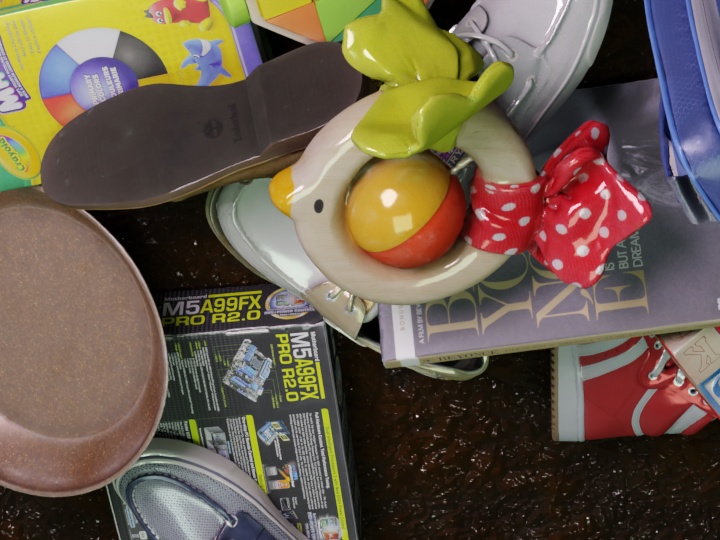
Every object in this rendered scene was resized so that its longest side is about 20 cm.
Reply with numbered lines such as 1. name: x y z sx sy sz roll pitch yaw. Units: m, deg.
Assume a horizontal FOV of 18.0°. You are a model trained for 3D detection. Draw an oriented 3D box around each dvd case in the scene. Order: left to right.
1. dvd case: 0.104 -0.029 1.285 0.198 0.150 0.016 -8 160 8

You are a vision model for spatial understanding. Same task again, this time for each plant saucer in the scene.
1. plant saucer: -0.195 0.036 1.364 0.199 0.037 0.202 9 113 23

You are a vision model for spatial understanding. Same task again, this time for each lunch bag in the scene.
1. lunch bag: 0.222 -0.088 1.194 0.132 0.201 0.136 -24 129 21

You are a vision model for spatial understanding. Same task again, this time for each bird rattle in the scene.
1. bird rattle: 0.045 -0.048 1.189 0.163 0.113 0.200 -34 134 17

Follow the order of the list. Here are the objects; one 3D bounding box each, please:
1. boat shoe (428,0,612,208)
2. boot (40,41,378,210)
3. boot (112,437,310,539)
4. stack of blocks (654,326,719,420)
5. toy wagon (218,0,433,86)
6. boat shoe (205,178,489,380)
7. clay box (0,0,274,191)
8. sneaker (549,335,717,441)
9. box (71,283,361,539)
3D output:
1. boat shoe: 0.066 -0.104 1.235 0.072 0.068 0.201 43 109 22
2. boot: -0.079 -0.064 1.248 0.198 0.074 0.075 -13 154 17
3. boot: -0.078 0.190 1.431 0.073 0.091 0.200 -37 119 27
4. stack of blocks: 0.274 0.009 1.316 0.200 0.059 0.115 -40 120 4
5. toy wagon: -0.005 -0.178 1.202 0.154 0.040 0.201 -21 127 -5
6. boat shoe: 0.000 0.000 1.336 0.199 0.068 0.075 32 90 -29
7. clay box: -0.151 -0.113 1.277 0.198 0.048 0.115 -12 127 7
8. sneaker: 0.170 0.027 1.367 0.111 0.072 0.201 1 136 5
9. box: -0.087 0.102 1.448 0.159 0.044 0.201 -5 128 5
